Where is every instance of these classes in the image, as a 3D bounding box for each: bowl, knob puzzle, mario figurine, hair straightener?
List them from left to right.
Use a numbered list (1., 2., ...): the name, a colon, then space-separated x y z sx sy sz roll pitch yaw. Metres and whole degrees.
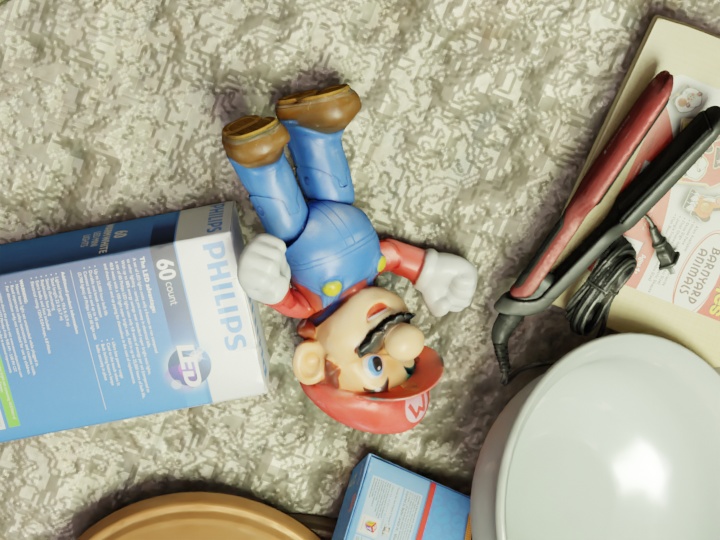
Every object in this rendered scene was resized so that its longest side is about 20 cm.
1. mario figurine: 0.000 0.000 1.079 0.123 0.106 0.200 -19 107 3
2. bowl: 0.133 0.139 1.114 0.201 0.090 0.202 4 83 -33
3. hair straightener: 0.143 -0.010 1.081 0.077 0.041 0.200 30 106 -11
4. knob puzzle: 0.221 -0.034 1.113 0.219 0.030 0.220 -1 109 -2

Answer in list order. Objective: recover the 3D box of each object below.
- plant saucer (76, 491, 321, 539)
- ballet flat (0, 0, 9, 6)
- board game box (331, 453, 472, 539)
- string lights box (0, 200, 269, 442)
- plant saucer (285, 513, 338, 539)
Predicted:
1. plant saucer: -0.097 0.230 1.164 0.200 0.037 0.201 -1 109 -2
2. ballet flat: -0.166 -0.211 1.018 0.072 0.072 0.200 41 104 -15
3. board game box: 0.070 0.216 1.143 0.200 0.152 0.037 23 150 -9
4. string lights box: -0.159 0.033 1.109 0.200 0.059 0.103 -10 110 2
5. plant saucer: -0.044 0.247 1.205 0.200 0.029 0.201 0 110 -1
